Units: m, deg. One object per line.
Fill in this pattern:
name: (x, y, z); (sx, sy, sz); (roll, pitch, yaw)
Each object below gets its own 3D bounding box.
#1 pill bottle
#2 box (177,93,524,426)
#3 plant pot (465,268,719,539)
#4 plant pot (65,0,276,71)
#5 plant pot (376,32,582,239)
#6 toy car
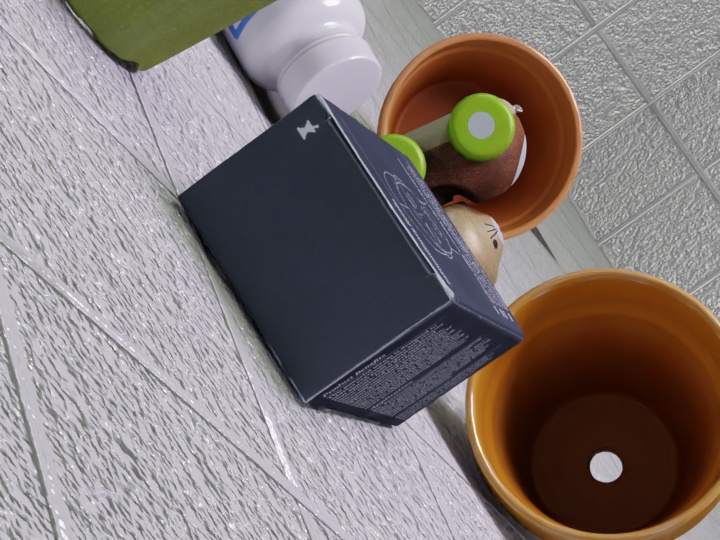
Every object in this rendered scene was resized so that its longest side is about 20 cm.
pill bottle: (-0.064, -0.218, 1.705); (0.200, 0.112, 0.112); (60, 11, 25)
box: (0.000, 0.000, 1.259); (0.149, 0.107, 0.200); (58, 9, 16)
plant pot: (0.182, 0.123, 1.538); (0.200, 0.200, 0.183); (58, -5, 20)
plant pot: (-0.101, -0.228, 1.309); (0.200, 0.190, 0.200); (52, 9, -11)
plant pot: (0.105, -0.129, 2.050); (0.200, 0.200, 0.140); (53, -7, -7)
toy car: (0.091, -0.031, 1.756); (0.164, 0.157, 0.200); (108, -42, -89)
